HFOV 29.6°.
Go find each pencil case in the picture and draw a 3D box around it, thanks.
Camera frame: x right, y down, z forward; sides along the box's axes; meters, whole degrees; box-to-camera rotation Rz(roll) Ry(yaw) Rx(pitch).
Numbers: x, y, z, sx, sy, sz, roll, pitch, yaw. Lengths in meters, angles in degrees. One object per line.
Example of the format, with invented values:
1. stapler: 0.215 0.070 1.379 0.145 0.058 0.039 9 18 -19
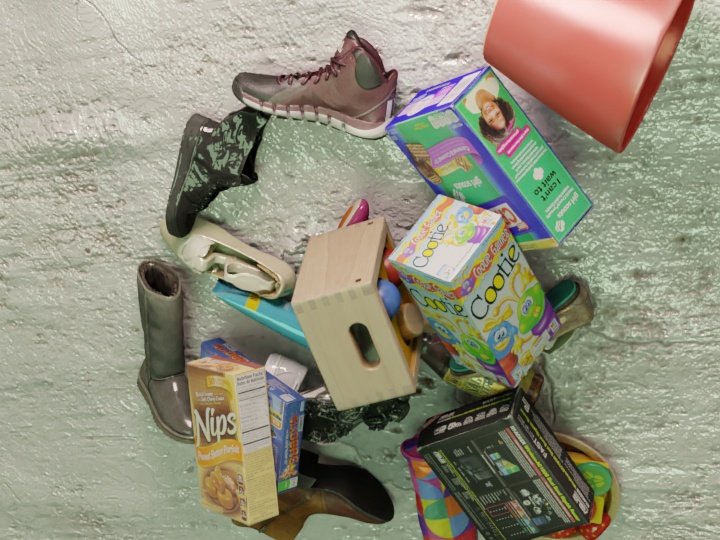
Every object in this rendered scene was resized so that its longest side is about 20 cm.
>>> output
1. pencil case: 0.110 0.312 1.872 0.087 0.089 0.202 0 120 19

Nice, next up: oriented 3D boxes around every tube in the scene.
1. tube: -0.103 0.061 1.798 0.198 0.077 0.051 26 100 -3

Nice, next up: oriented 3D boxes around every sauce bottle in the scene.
1. sauce bottle: 0.136 0.122 1.755 0.198 0.066 0.067 24 126 4

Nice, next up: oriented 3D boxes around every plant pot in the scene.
1. plant pot: 0.235 -0.250 1.423 0.176 0.200 0.202 26 126 13

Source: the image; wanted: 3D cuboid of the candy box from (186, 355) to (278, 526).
1. candy box: -0.168 0.220 1.790 0.115 0.055 0.203 7 106 49

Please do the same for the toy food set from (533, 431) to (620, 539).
1. toy food set: 0.250 0.296 1.835 0.197 0.049 0.200 9 123 14

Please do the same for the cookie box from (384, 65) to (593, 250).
1. cookie box: 0.143 -0.118 1.544 0.200 0.075 0.171 50 160 -14

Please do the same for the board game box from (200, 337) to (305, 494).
1. board game box: -0.152 0.193 1.835 0.199 0.034 0.137 30 122 43

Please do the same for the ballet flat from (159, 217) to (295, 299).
1. ballet flat: -0.179 -0.014 1.775 0.198 0.070 0.070 21 126 5

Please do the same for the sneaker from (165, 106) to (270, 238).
1. sneaker: -0.177 -0.120 1.708 0.103 0.060 0.202 19 115 9

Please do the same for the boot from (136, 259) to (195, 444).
1. boot: -0.252 0.110 1.844 0.182 0.072 0.202 41 131 35

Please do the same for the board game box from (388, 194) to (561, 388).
1. board game box: 0.136 0.025 1.585 0.102 0.105 0.201 22 155 45

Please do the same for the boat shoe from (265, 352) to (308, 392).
1. boat shoe: -0.112 0.206 1.895 0.068 0.072 0.202 17 116 7

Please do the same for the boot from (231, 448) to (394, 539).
1. boot: -0.069 0.354 1.970 0.186 0.069 0.201 21 135 -16

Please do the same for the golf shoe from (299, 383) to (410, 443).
1. golf shoe: -0.020 0.171 1.820 0.197 0.095 0.078 -9 124 22

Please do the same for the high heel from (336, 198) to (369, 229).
1. high heel: 0.000 0.000 1.724 0.095 0.068 0.201 22 124 -2

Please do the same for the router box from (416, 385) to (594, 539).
1. router box: 0.187 0.256 1.752 0.149 0.062 0.201 -22 116 32

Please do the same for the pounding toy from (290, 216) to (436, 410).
1. pounding toy: 0.028 0.056 1.633 0.140 0.185 0.202 -15 117 16

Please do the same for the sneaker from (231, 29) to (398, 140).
1. sneaker: -0.047 -0.234 1.596 0.197 0.076 0.117 13 120 -2

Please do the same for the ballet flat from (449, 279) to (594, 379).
1. ballet flat: 0.205 0.091 1.690 0.199 0.068 0.067 -33 120 16
